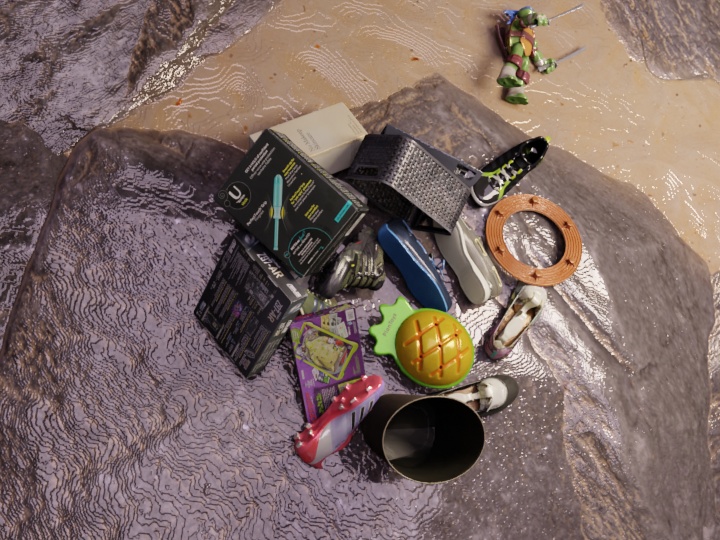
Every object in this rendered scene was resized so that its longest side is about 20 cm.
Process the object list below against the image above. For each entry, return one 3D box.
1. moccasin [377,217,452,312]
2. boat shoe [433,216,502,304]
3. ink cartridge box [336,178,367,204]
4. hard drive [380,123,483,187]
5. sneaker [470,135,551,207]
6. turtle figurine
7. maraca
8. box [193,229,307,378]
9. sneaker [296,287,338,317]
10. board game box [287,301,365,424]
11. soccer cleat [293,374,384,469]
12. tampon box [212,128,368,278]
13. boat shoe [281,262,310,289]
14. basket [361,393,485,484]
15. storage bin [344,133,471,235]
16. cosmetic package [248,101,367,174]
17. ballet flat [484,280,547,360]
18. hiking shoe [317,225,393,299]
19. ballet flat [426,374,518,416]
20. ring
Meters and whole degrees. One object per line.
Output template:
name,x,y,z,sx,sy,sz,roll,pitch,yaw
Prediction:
moccasin,0.115,-0.013,1.555,0.068,0.080,0.201,-43,106,-40
boat shoe,0.202,-0.034,1.594,0.060,0.072,0.203,-14,71,-35
ink cartridge box,-0.108,-0.120,1.549,0.198,0.050,0.161,23,51,15
hard drive,0.125,-0.209,1.590,0.198,0.135,0.043,26,89,-5
sneaker,0.291,-0.204,1.643,0.200,0.083,0.072,-41,86,-17
turtle figurine,0.358,-0.436,1.682,0.198,0.144,0.196,21,77,-1
maraca,0.111,0.130,1.515,0.198,0.107,0.138,27,74,-3
box,-0.189,0.057,1.417,0.160,0.201,0.043,46,38,19
sneaker,-0.083,0.071,1.486,0.090,0.067,0.201,-46,121,-31
board game box,-0.054,0.163,1.462,0.119,0.032,0.202,-16,114,-17
soccer cleat,-0.028,0.260,1.457,0.200,0.067,0.077,-42,115,4
tampon box,-0.113,-0.111,1.404,0.200,0.126,0.150,41,98,5
boat shoe,-0.129,0.039,1.520,0.070,0.071,0.201,47,65,-27
basket,0.087,0.272,1.418,0.178,0.200,0.138,1,87,-18
storage bin,0.087,-0.154,1.523,0.199,0.135,0.095,34,77,-37
cosmetic package,-0.096,-0.225,1.555,0.198,0.074,0.104,-24,58,-22
ballet flat,0.302,0.081,1.582,0.069,0.071,0.201,37,73,1
hiking shoe,0.000,0.000,1.512,0.101,0.076,0.200,44,44,-4
ballet flat,0.206,0.234,1.528,0.198,0.068,0.069,-14,78,-14
ring,0.337,-0.064,1.627,0.198,0.019,0.203,6,61,-10
